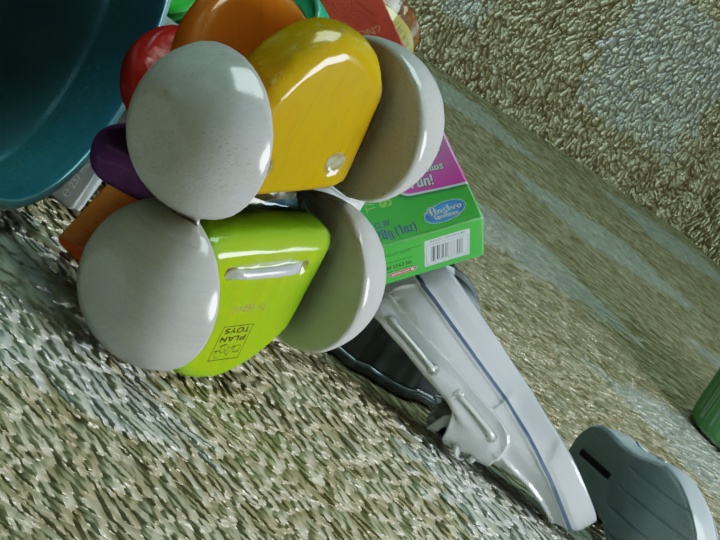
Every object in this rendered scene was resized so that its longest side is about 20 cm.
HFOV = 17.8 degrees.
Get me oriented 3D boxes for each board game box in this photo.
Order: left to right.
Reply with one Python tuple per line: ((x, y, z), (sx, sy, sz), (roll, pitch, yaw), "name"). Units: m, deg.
((-0.031, -0.075, 1.374), (0.040, 0.153, 0.200), (87, -17, -55), "board game box")

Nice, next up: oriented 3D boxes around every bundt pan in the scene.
((0.000, 0.000, 1.509), (0.202, 0.076, 0.202), (36, 9, -7), "bundt pan")

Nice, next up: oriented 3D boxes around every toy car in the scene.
((-0.070, -0.050, 1.145), (0.175, 0.200, 0.150), (-7, 35, -47), "toy car")

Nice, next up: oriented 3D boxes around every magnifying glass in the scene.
((-0.091, -0.083, 1.243), (0.080, 0.200, 0.022), (21, -26, 41), "magnifying glass")

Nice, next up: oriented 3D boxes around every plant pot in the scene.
((-0.222, -0.158, 1.173), (0.188, 0.200, 0.200), (23, 5, 17), "plant pot")

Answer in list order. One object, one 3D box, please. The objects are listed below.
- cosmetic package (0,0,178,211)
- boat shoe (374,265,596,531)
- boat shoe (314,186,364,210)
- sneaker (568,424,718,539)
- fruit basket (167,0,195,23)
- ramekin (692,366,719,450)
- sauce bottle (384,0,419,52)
((-0.207, -0.141, 1.313), (0.200, 0.107, 0.090), (33, 24, -4), "cosmetic package")
((0.070, 0.082, 1.397), (0.200, 0.065, 0.074), (57, 0, -6), "boat shoe")
((-0.057, -0.066, 1.298), (0.075, 0.086, 0.202), (25, 14, -38), "boat shoe")
((0.193, 0.156, 1.460), (0.071, 0.073, 0.200), (30, 11, -20), "sneaker")
((-0.110, -0.215, 1.451), (0.185, 0.094, 0.200), (-14, 21, -17), "fruit basket")
((0.412, 0.154, 2.180), (0.200, 0.098, 0.200), (36, 10, -7), "ramekin")
((-0.025, -0.100, 1.456), (0.066, 0.066, 0.200), (36, 49, -7), "sauce bottle")
